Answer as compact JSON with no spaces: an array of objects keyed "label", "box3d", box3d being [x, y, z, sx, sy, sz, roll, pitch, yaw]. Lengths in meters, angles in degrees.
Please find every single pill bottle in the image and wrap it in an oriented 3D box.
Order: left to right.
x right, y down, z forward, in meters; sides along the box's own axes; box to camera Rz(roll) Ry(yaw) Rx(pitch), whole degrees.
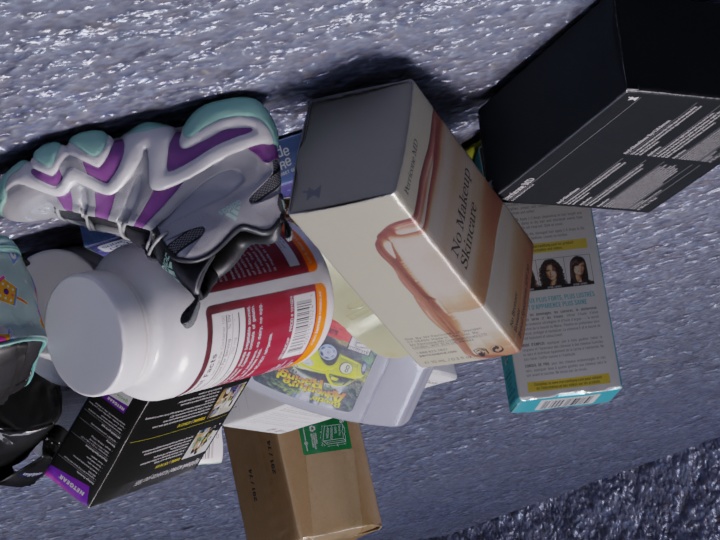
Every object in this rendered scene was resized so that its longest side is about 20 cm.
[{"label":"pill bottle","box3d":[-0.214,0.043,1.696,0.110,0.112,0.200,-15,167,8]},{"label":"pill bottle","box3d":[-0.122,0.029,1.514,0.199,0.114,0.113,-12,170,-47]}]

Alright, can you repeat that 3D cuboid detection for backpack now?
[{"label":"backpack","box3d":[-0.308,0.033,1.467,0.174,0.155,0.200,-11,176,-19]},{"label":"backpack","box3d":[-0.345,0.125,1.879,0.165,0.128,0.200,2,164,-13]}]

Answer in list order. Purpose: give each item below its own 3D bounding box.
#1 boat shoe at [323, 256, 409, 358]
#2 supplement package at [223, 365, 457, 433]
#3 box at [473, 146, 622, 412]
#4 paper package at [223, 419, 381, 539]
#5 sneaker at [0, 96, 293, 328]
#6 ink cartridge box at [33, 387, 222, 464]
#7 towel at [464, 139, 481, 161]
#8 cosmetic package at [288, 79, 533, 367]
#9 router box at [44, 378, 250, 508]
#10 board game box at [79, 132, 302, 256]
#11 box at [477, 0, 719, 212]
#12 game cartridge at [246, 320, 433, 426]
[{"label":"boat shoe","box3d":[-0.003,0.001,1.668,0.073,0.063,0.201,-23,148,14]},{"label":"supplement package","box3d":[-0.030,0.067,1.969,0.199,0.118,0.117,-20,163,23]},{"label":"box","box3d":[0.140,0.003,1.623,0.082,0.202,0.049,-6,165,-8]},{"label":"paper package","box3d":[-0.068,0.215,2.358,0.103,0.202,0.191,-7,166,-23]},{"label":"sneaker","box3d":[-0.142,-0.025,1.418,0.198,0.141,0.078,-16,167,8]},{"label":"ink cartridge box","box3d":[-0.238,0.139,1.994,0.160,0.051,0.200,-3,-169,-26]},{"label":"towel","box3d":[0.126,-0.101,1.657,0.086,0.018,0.200,3,160,-36]},{"label":"cosmetic package","box3d":[0.040,-0.029,1.480,0.087,0.104,0.200,-10,143,28]},{"label":"router box","box3d":[-0.154,0.101,1.684,0.150,0.051,0.200,-59,165,13]},{"label":"board game box","box3d":[-0.097,-0.049,1.597,0.199,0.035,0.135,-17,167,11]},{"label":"box","box3d":[0.189,-0.113,1.484,0.140,0.080,0.200,1,160,-26]},{"label":"game cartridge","box3d":[-0.035,0.065,1.843,0.199,0.041,0.134,18,133,-5]}]
